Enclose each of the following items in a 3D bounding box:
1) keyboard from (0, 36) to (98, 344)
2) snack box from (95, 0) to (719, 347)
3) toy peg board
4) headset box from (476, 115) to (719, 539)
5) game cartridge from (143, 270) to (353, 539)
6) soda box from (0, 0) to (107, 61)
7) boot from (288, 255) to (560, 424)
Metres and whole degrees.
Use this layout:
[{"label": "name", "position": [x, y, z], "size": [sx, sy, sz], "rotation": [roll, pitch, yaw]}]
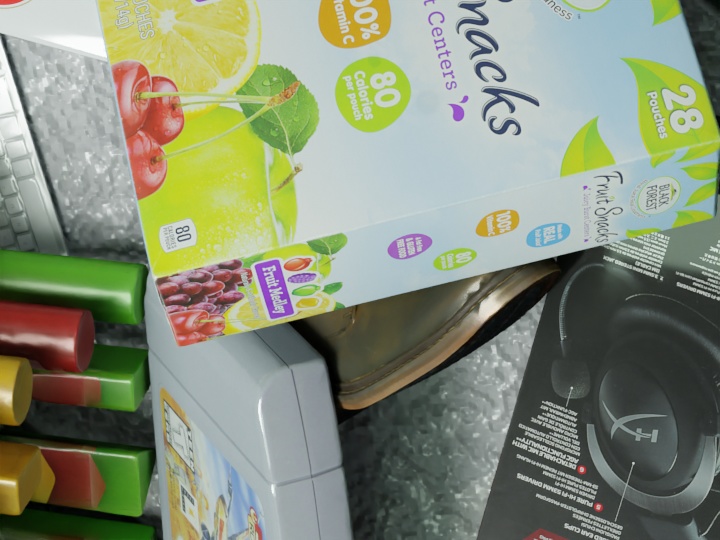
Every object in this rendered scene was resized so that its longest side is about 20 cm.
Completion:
[{"label": "keyboard", "position": [-0.165, -0.048, 1.059], "size": [0.056, 0.011, 0.201], "rotation": [-10, 105, 23]}, {"label": "snack box", "position": [0.011, -0.081, 0.868], "size": [0.198, 0.068, 0.170], "rotation": [-14, 65, -2]}, {"label": "toy peg board", "position": [-0.150, 0.091, 0.991], "size": [0.097, 0.199, 0.201], "rotation": [5, 118, 10]}, {"label": "headset box", "position": [0.139, 0.052, 0.947], "size": [0.148, 0.077, 0.201], "rotation": [19, 115, 13]}, {"label": "game cartridge", "position": [-0.044, 0.106, 1.001], "size": [0.041, 0.133, 0.201], "rotation": [-12, 119, -19]}, {"label": "soda box", "position": [-0.158, -0.134, 0.988], "size": [0.199, 0.068, 0.064], "rotation": [16, 99, 14]}, {"label": "boot", "position": [0.000, 0.000, 0.948], "size": [0.097, 0.074, 0.200], "rotation": [60, 149, 2]}]
